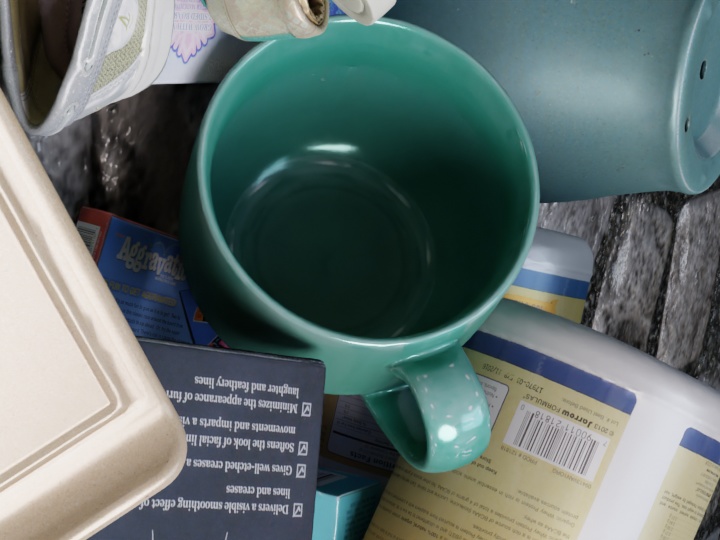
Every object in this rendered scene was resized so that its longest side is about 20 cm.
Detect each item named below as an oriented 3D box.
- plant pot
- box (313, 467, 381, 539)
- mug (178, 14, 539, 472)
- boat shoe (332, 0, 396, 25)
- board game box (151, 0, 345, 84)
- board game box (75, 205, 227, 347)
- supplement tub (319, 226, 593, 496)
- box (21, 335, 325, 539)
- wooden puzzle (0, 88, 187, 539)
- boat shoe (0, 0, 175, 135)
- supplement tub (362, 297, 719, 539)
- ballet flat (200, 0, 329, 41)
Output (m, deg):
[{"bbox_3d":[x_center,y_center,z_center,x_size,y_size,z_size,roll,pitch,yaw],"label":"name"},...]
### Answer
[{"bbox_3d":[0.116,-0.125,0.991,0.200,0.187,0.201,-38,135,-52],"label":"plant pot"},{"bbox_3d":[-0.046,0.198,0.895,0.049,0.082,0.201,-6,104,-63],"label":"box"},{"bbox_3d":[-0.009,-0.007,0.795,0.114,0.151,0.186,121,-18,-67],"label":"mug"},{"bbox_3d":[-0.030,-0.194,0.682,0.060,0.072,0.202,-35,104,-9],"label":"boat shoe"},{"bbox_3d":[-0.045,-0.186,0.809,0.200,0.041,0.200,-13,114,-60],"label":"board game box"},{"bbox_3d":[-0.088,0.038,0.859,0.200,0.019,0.103,22,84,-63],"label":"board game box"},{"bbox_3d":[0.039,0.065,0.981,0.145,0.144,0.201,7,96,-64],"label":"supplement tub"},{"bbox_3d":[-0.106,0.125,0.695,0.148,0.107,0.201,12,80,-49],"label":"box"},{"bbox_3d":[-0.171,0.031,0.557,0.185,0.037,0.200,-33,121,-13],"label":"wooden puzzle"},{"bbox_3d":[-0.110,-0.150,0.667,0.065,0.074,0.203,-46,148,-52],"label":"boat shoe"},{"bbox_3d":[0.079,0.128,0.847,0.201,0.144,0.144,-65,153,-4],"label":"supplement tub"},{"bbox_3d":[-0.014,-0.192,0.750,0.067,0.062,0.201,10,93,-61],"label":"ballet flat"}]
